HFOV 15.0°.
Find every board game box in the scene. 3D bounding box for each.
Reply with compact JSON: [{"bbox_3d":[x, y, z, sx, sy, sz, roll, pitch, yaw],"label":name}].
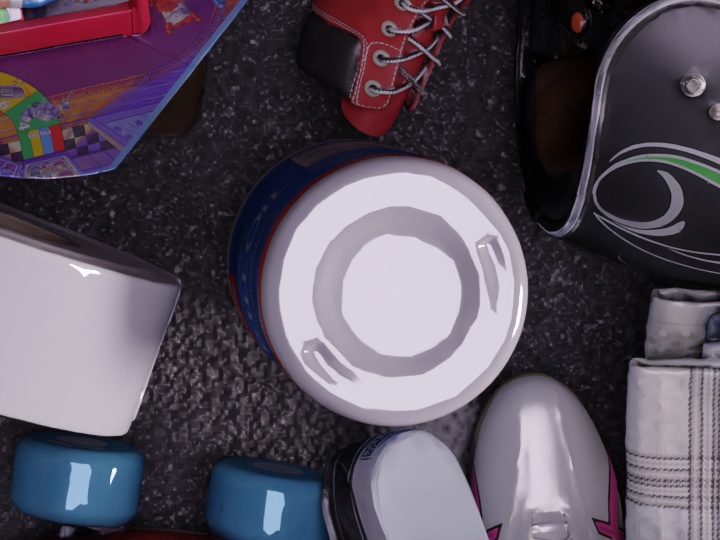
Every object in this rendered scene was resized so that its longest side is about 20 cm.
[{"bbox_3d":[-0.138,-0.132,1.179,0.158,0.039,0.200,26,57,15],"label":"board game box"}]

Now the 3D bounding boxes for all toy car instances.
[{"bbox_3d":[-0.087,0.183,1.196,0.176,0.200,0.185,9,94,-10],"label":"toy car"}]

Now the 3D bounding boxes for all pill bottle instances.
[{"bbox_3d":[0.000,0.000,1.192,0.112,0.200,0.113,-1,95,-9],"label":"pill bottle"}]

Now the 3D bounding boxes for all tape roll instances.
[{"bbox_3d":[-0.180,0.004,1.165,0.202,0.202,0.071,19,92,-10],"label":"tape roll"}]

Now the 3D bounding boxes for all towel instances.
[{"bbox_3d":[0.214,0.107,1.227,0.192,0.035,0.201,4,108,11],"label":"towel"}]

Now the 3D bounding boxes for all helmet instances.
[{"bbox_3d":[0.176,-0.091,1.217,0.190,0.200,0.201,0,95,-11],"label":"helmet"}]

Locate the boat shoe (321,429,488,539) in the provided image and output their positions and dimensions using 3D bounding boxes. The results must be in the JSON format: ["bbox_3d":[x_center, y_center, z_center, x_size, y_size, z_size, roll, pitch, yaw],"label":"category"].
[{"bbox_3d":[0.030,0.172,1.234,0.073,0.068,0.200,-25,93,-35],"label":"boat shoe"}]

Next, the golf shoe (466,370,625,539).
[{"bbox_3d":[0.095,0.148,1.277,0.072,0.092,0.201,-6,95,-7],"label":"golf shoe"}]

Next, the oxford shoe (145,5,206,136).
[{"bbox_3d":[-0.168,-0.078,1.226,0.199,0.073,0.085,-2,112,-1],"label":"oxford shoe"}]

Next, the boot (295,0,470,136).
[{"bbox_3d":[0.045,-0.126,1.198,0.072,0.200,0.145,4,96,-38],"label":"boot"}]
